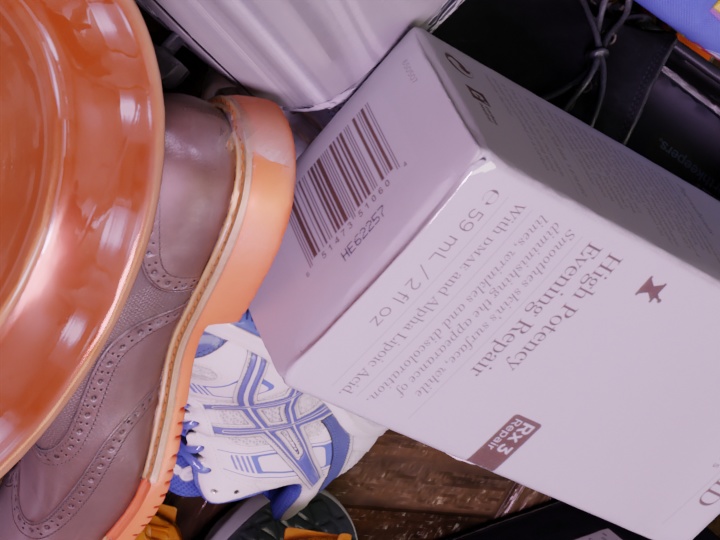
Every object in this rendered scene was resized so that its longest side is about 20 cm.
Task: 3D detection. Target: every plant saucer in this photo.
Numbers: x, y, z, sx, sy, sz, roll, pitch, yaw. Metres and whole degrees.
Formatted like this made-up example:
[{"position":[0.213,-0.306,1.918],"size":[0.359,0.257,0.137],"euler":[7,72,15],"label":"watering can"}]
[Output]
[{"position":[-0.135,-0.007,0.619],"size":[0.200,0.032,0.201],"euler":[-31,137,-34],"label":"plant saucer"}]

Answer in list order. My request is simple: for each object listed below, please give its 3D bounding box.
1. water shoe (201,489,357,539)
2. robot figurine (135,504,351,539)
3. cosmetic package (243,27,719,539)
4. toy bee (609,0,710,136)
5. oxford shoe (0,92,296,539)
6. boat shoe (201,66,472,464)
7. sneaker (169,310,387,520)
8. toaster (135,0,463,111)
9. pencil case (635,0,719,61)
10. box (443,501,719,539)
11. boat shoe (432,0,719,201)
[{"position":[-0.075,0.170,0.994],"size":[0.071,0.079,0.200],"euler":[43,61,-20],"label":"water shoe"},{"position":[-0.065,0.191,0.903],"size":[0.058,0.145,0.200],"euler":[97,4,-71],"label":"robot figurine"},{"position":[0.064,0.012,0.783],"size":[0.200,0.074,0.102],"euler":[25,117,-37],"label":"cosmetic package"},{"position":[0.071,-0.052,0.940],"size":[0.200,0.108,0.131],"euler":[-57,146,-40],"label":"toy bee"},{"position":[-0.091,0.024,0.757],"size":[0.073,0.071,0.200],"euler":[7,124,-30],"label":"oxford shoe"},{"position":[0.000,0.000,0.841],"size":[0.200,0.071,0.069],"euler":[56,35,-22],"label":"boat shoe"},{"position":[-0.051,0.047,0.891],"size":[0.088,0.075,0.200],"euler":[-52,145,5],"label":"sneaker"},{"position":[-0.009,-0.145,0.730],"size":[0.200,0.114,0.129],"euler":[-48,150,-7],"label":"toaster"},{"position":[0.142,-0.115,0.837],"size":[0.200,0.078,0.087],"euler":[27,112,-39],"label":"pencil case"},{"position":[0.086,0.229,1.187],"size":[0.196,0.117,0.200],"euler":[-13,132,-44],"label":"box"},{"position":[0.084,-0.066,0.860],"size":[0.075,0.200,0.062],"euler":[-60,-171,-16],"label":"boat shoe"}]
